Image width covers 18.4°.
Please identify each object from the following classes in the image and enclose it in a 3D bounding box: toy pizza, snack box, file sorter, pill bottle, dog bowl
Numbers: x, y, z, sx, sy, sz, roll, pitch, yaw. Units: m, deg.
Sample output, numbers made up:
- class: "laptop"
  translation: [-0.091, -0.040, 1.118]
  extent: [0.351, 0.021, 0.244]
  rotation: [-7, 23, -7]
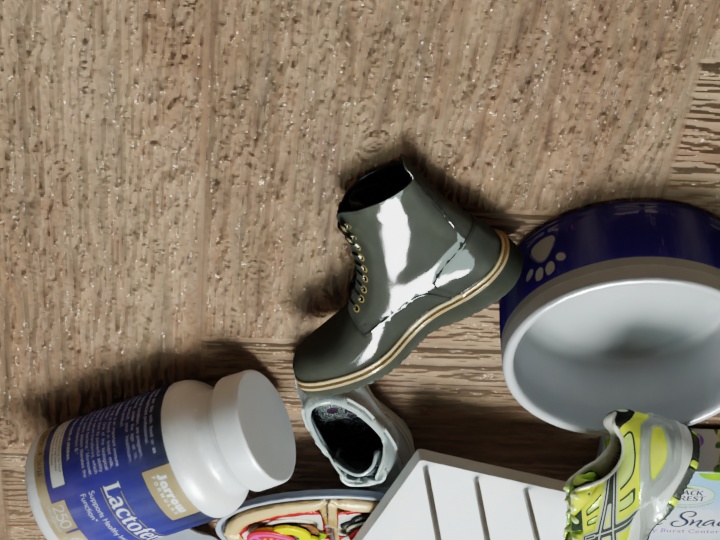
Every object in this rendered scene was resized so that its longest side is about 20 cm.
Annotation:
- class: "toy pizza"
  translation: [-0.025, 0.230, 1.910]
  extent: [0.200, 0.032, 0.200]
  rotation: [-1, 158, 0]
- class: "snack box"
  translation: [0.267, 0.211, 1.919]
  extent: [0.142, 0.053, 0.200]
  rotation: [1, 141, -3]
- class: "file sorter"
  translation: [0.112, 0.252, 1.811]
  extent: [0.200, 0.125, 0.139]
  rotation: [15, 131, -22]
- class: "pill bottle"
  translation: [-0.159, 0.154, 1.787]
  extent: [0.200, 0.116, 0.116]
  rotation: [-21, 137, 22]
- class: "dog bowl"
  translation: [0.204, 0.039, 1.681]
  extent: [0.200, 0.079, 0.200]
  rotation: [-1, 141, -1]

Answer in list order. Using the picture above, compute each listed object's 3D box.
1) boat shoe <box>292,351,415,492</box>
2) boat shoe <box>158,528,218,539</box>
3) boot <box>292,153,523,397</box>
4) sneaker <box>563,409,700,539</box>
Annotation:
- class: "boat shoe"
  translation: [-0.007, 0.138, 1.803]
  extent: [0.070, 0.072, 0.201]
  rotation: [-13, 141, 14]
- class: "boat shoe"
  translation: [-0.174, 0.246, 1.949]
  extent: [0.065, 0.074, 0.200]
  rotation: [20, 158, 28]
- class: "boot"
  translation: [0.000, 0.000, 1.642]
  extent: [0.200, 0.078, 0.138]
  rotation: [-36, 127, 18]
- class: "sneaker"
  translation: [0.182, 0.196, 1.711]
  extent: [0.076, 0.075, 0.200]
  rotation: [27, 91, -11]
